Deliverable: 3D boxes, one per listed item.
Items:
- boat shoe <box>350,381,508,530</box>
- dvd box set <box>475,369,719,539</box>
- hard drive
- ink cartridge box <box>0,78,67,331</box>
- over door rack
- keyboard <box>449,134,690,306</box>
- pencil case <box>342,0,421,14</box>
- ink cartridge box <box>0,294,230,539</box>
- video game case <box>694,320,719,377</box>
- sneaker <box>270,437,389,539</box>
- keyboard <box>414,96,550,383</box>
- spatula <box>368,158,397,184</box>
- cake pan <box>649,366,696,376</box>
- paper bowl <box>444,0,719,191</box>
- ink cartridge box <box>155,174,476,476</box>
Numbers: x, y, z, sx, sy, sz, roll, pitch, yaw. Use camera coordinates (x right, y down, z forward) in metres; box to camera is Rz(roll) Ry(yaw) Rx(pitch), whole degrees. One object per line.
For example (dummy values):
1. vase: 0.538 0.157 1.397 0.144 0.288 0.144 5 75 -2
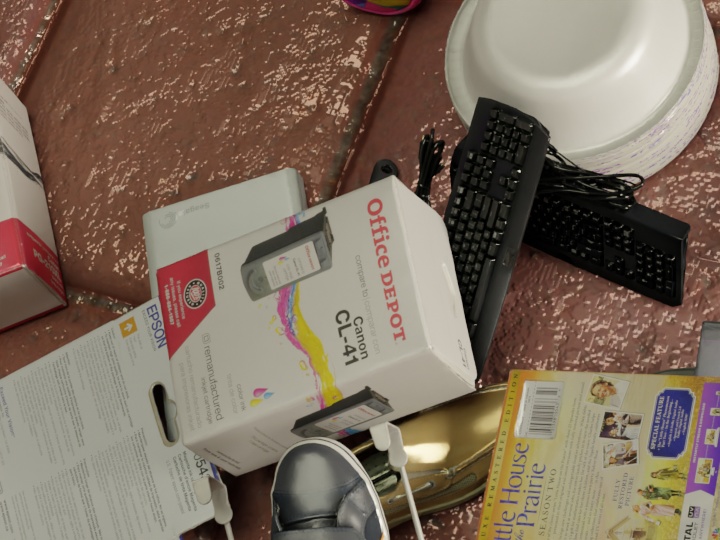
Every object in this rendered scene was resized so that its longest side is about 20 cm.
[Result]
1. boat shoe: 0.035 0.135 1.503 0.200 0.076 0.072 -33 58 2
2. dvd box set: 0.179 0.140 1.414 0.199 0.029 0.147 0 65 30
3. hard drive: -0.094 0.028 1.635 0.132 0.026 0.200 -17 61 12
4. ink cartridge box: -0.332 -0.046 1.728 0.144 0.084 0.200 -21 60 10
5. over door rack: -0.011 0.216 1.467 0.147 0.067 0.201 -19 86 12
6. keyboard: 0.141 -0.039 1.533 0.200 0.104 0.040 23 47 29
7. pencil case: 0.032 -0.306 1.722 0.088 0.088 0.201 5 66 23
8. ink cartridge box: -0.200 0.146 1.602 0.200 0.043 0.197 -27 57 10
9. video game case: 0.281 0.131 1.403 0.142 0.019 0.201 3 67 22
10. sneaker: -0.020 0.209 1.396 0.078 0.079 0.201 -11 86 14
11. keyboard: 0.068 -0.028 1.548 0.127 0.021 0.201 28 106 47
12. spatula: 0.000 0.000 1.609 0.056 0.021 0.200 18 64 -6
13. cake pan: 0.220 0.152 1.448 0.200 0.037 0.201 -9 62 17
14. paper bowl: 0.160 -0.164 1.591 0.200 0.104 0.201 -8 62 15
15. ink cartridge box: -0.034 0.040 1.512 0.200 0.086 0.148 -23 60 19
